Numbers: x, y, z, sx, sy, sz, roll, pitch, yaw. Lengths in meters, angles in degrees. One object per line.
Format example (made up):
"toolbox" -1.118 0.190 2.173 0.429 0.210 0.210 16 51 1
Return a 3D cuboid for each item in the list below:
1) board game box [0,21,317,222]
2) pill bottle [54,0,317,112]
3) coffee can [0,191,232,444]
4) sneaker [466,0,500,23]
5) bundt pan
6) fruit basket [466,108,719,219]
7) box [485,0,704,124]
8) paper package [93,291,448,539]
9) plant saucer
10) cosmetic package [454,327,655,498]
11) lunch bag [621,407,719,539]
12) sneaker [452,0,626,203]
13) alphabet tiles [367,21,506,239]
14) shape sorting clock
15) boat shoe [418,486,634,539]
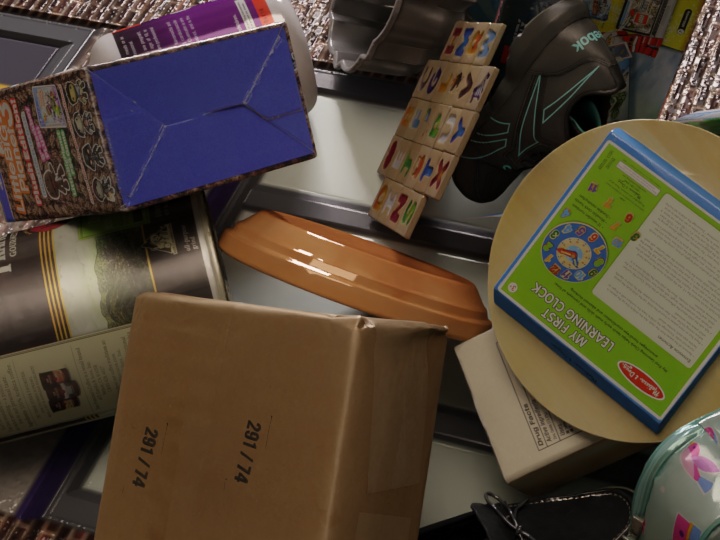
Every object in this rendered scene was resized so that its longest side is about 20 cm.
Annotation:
"board game box" -0.156 -0.102 1.183 0.159 0.097 0.200 -18 10 -32
"pill bottle" -0.142 -0.154 1.362 0.199 0.113 0.113 -19 48 -8
"coffee can" -0.191 0.034 1.181 0.199 0.147 0.147 -14 48 -4
"sneaker" 0.122 -0.252 1.394 0.079 0.131 0.200 -33 50 -18
"bundt pan" 0.045 -0.250 1.379 0.075 0.202 0.202 15 44 -20
"fruit basket" 0.199 -0.063 1.185 0.199 0.094 0.185 -7 4 -20
"box" 0.163 -0.160 1.238 0.136 0.200 0.038 13 50 0
"paper package" -0.059 0.120 1.023 0.190 0.103 0.201 6 87 36
"plant saucer" 0.000 0.000 1.158 0.200 0.200 0.038 22 94 26
"cosmetic package" 0.174 0.060 1.090 0.199 0.071 0.106 -25 65 14
"lunch bag" 0.249 0.138 1.009 0.199 0.161 0.077 -23 53 -19
"sneaker" 0.125 -0.103 1.205 0.075 0.200 0.079 -30 70 -34
"alphabet tiles" 0.054 -0.108 1.244 0.006 0.167 0.200 24 4 -13
"shape sorting clock" 0.174 0.006 1.036 0.199 0.039 0.201 -3 81 22
"boat shoe" 0.092 0.180 1.060 0.199 0.062 0.075 -17 46 -7
